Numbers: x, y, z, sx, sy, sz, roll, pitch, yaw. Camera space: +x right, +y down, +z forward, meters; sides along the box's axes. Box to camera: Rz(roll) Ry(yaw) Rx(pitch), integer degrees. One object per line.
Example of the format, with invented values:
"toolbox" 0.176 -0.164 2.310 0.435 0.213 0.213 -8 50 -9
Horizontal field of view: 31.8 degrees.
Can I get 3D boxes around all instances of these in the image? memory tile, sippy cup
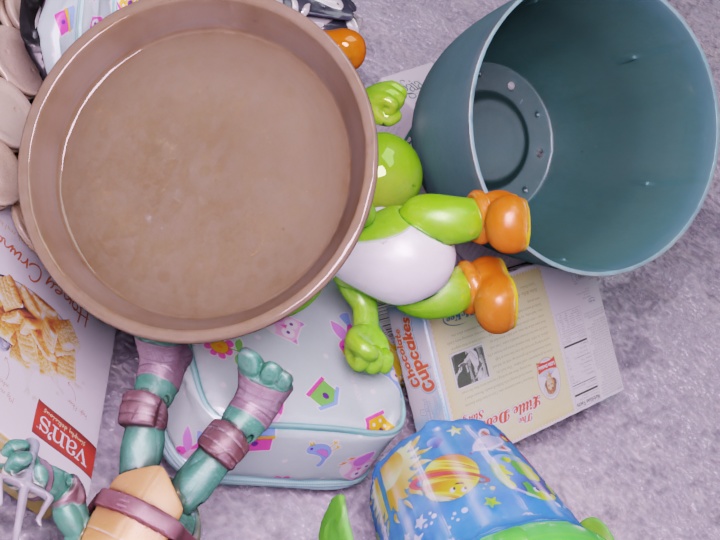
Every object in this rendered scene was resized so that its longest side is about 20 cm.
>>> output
"memory tile" -0.217 -0.111 0.775 0.153 0.017 0.201 42 32 -35
"sippy cup" 0.068 0.162 0.747 0.178 0.139 0.131 52 6 -41

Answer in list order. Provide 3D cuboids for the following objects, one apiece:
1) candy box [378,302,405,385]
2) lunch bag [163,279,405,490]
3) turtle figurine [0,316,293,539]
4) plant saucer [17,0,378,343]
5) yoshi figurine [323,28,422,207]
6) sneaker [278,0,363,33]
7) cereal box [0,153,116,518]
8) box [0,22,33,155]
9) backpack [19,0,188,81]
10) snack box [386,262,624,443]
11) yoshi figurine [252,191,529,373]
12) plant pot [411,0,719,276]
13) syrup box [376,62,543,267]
"candy box" 0.000 0.000 0.953 0.102 0.026 0.200 -8 51 -51
"lunch bag" -0.069 0.044 0.821 0.159 0.077 0.201 5 44 -28
"turtle figurine" -0.118 0.127 0.659 0.149 0.101 0.201 26 62 -3
"plant saucer" -0.088 -0.058 0.692 0.198 0.029 0.202 -1 77 4
"yoshi figurine" -0.008 -0.095 0.924 0.113 0.111 0.201 56 15 -34
"sneaker" -0.064 -0.207 1.080 0.129 0.080 0.199 29 26 12
"cereal box" -0.203 0.023 0.730 0.144 0.039 0.201 47 25 -36
"box" -0.178 -0.097 0.908 0.199 0.079 0.142 5 42 -30
"backpack" -0.131 -0.170 0.818 0.167 0.126 0.201 55 33 -32
"snack box" 0.110 0.059 0.911 0.199 0.037 0.117 -16 92 -44
"yoshi figurine" -0.001 -0.003 0.752 0.198 0.112 0.113 2 69 -6
"plant pot" 0.128 -0.100 0.909 0.199 0.202 0.161 12 -3 -23
"syrup box" 0.090 -0.080 1.065 0.200 0.082 0.079 45 38 16
